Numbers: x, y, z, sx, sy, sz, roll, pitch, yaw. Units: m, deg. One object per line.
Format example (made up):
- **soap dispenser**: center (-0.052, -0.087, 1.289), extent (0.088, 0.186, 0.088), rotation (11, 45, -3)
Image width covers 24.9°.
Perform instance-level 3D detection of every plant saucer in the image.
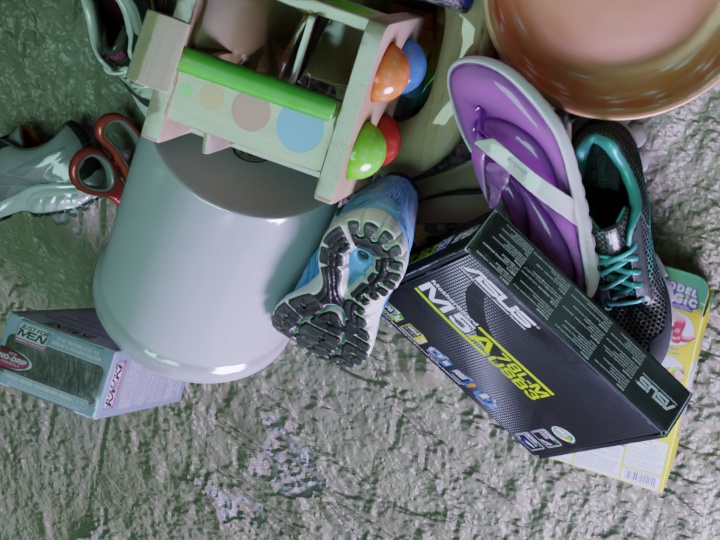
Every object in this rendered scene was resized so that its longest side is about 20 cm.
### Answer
- **plant saucer**: center (0.181, -0.202, 1.120), extent (0.199, 0.038, 0.201), rotation (-1, 118, -1)

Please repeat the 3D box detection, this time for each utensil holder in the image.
- **utensil holder**: center (-0.108, -0.036, 1.272), extent (0.169, 0.170, 0.200), rotation (31, 138, 4)

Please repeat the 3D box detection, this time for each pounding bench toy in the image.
- **pounding bench toy**: center (-0.051, -0.123, 1.076), extent (0.155, 0.200, 0.125), rotation (21, 105, 9)

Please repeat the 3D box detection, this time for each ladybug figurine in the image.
- **ladybug figurine**: center (0.047, -0.161, 1.196), extent (0.135, 0.072, 0.201), rotation (31, 116, 34)

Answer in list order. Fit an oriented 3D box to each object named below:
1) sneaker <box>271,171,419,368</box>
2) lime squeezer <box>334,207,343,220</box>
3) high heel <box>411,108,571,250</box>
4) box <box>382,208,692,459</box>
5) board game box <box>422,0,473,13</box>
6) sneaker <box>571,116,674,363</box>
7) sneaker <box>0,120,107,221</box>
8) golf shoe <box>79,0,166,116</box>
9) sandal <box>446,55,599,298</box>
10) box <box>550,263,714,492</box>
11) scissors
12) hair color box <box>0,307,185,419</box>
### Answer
- **sneaker**: center (0.000, 0.000, 1.210), extent (0.078, 0.090, 0.200), rotation (32, 143, -3)
- **lime squeezer**: center (0.018, -0.028, 1.334), extent (0.199, 0.038, 0.071), rotation (27, 157, 7)
- **high heel**: center (0.073, -0.066, 1.208), extent (0.142, 0.072, 0.200), rotation (9, 149, -6)
- **box**: center (0.117, 0.054, 1.208), extent (0.200, 0.048, 0.193), rotation (43, 159, -10)
- **board game box**: center (-0.003, -0.283, 1.102), extent (0.199, 0.097, 0.160), rotation (19, 90, 16)
- **sneaker**: center (0.181, -0.018, 1.189), extent (0.077, 0.091, 0.201), rotation (-11, 93, 15)
- **sneaker**: center (-0.311, -0.083, 1.425), extent (0.199, 0.074, 0.080), rotation (-10, 104, 22)
- **golf shoe**: center (-0.174, -0.165, 1.300), extent (0.077, 0.088, 0.201), rotation (-14, 115, 28)
- **sandal**: center (0.113, -0.054, 1.129), extent (0.082, 0.050, 0.203), rotation (-6, 120, 43)
- **box**: center (0.207, 0.070, 1.293), extent (0.117, 0.048, 0.201), rotation (17, 125, 16)
- **scissors**: center (-0.183, -0.049, 1.409), extent (0.014, 0.073, 0.200), rotation (20, 152, 45)
- **hair color box**: center (-0.222, 0.076, 1.390), extent (0.099, 0.200, 0.061), rotation (19, 93, 13)
